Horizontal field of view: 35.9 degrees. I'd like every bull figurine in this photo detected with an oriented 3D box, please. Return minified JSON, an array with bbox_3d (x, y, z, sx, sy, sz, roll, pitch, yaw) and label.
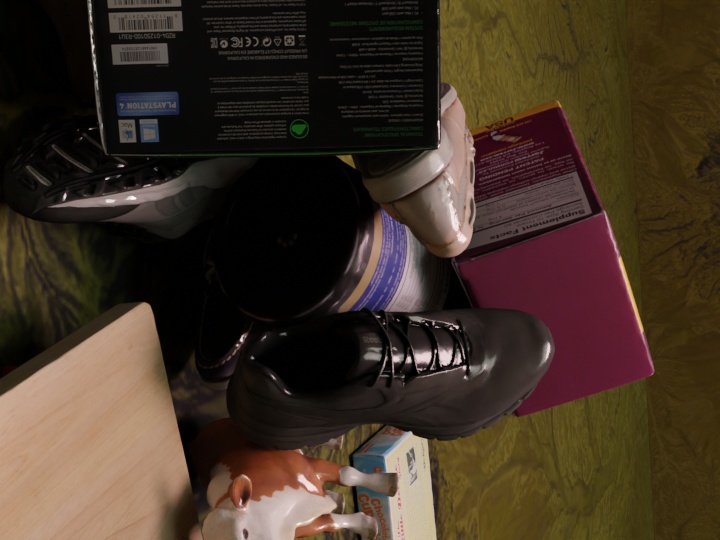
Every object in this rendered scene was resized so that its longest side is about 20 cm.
[{"bbox_3d":[-0.051,0.136,0.700,0.200,0.120,0.066,-150,-108,-70],"label":"bull figurine"}]

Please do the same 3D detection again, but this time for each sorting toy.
[{"bbox_3d":[-0.167,0.144,0.567,0.200,0.069,0.201,-41,125,-61],"label":"sorting toy"}]

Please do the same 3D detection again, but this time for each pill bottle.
[{"bbox_3d":[0.000,0.000,0.741,0.200,0.111,0.113,26,65,-59],"label":"pill bottle"}]

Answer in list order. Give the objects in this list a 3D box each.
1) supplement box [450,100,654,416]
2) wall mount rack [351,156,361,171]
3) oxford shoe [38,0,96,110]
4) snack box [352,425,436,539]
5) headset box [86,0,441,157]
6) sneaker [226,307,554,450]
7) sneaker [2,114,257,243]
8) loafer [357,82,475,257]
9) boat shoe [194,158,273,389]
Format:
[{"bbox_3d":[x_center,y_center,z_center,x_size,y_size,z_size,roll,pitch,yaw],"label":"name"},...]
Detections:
[{"bbox_3d":[0.125,-0.017,0.786,0.201,0.102,0.132,-89,158,-61],"label":"supplement box"},{"bbox_3d":[0.030,-0.093,0.943,0.174,0.074,0.202,-132,-159,-65],"label":"wall mount rack"},{"bbox_3d":[-0.167,-0.180,0.613,0.072,0.072,0.202,-93,-176,-53],"label":"oxford shoe"},{"bbox_3d":[0.039,0.258,1.085,0.116,0.037,0.202,-25,111,-66],"label":"snack box"},{"bbox_3d":[-0.046,-0.131,0.629,0.200,0.172,0.094,-93,-179,-72],"label":"headset box"},{"bbox_3d":[0.021,0.056,0.643,0.091,0.198,0.077,99,-22,-64],"label":"sneaker"},{"bbox_3d":[-0.132,-0.047,0.663,0.200,0.074,0.080,-19,140,-61],"label":"sneaker"},{"bbox_3d":[0.039,-0.062,0.680,0.063,0.071,0.200,58,14,-15],"label":"loafer"},{"bbox_3d":[-0.080,-0.012,0.784,0.060,0.073,0.201,54,44,-42],"label":"boat shoe"}]
